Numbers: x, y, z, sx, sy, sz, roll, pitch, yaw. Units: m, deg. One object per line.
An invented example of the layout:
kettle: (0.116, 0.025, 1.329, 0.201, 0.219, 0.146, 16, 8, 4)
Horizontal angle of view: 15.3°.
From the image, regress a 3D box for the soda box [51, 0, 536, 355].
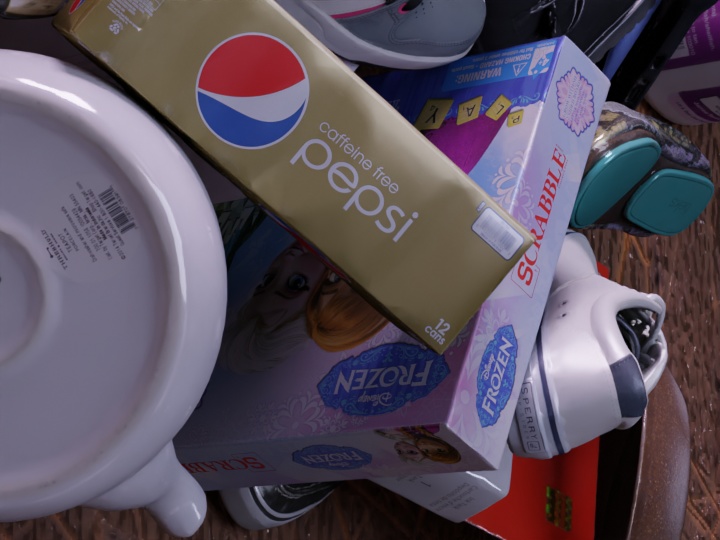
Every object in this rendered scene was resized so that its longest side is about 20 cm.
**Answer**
soda box: (-0.027, -0.056, 1.075, 0.200, 0.068, 0.064, 42, 87, -16)

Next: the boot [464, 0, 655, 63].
boot: (0.095, -0.178, 1.272, 0.165, 0.065, 0.200, -58, 156, -23)

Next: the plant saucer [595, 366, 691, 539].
plant saucer: (0.127, 0.128, 1.350, 0.036, 0.200, 0.201, 13, 70, -8)

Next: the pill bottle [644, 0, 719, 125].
pill bottle: (0.257, -0.151, 1.528, 0.112, 0.199, 0.113, 10, 76, -48)

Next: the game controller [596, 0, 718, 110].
game controller: (0.156, -0.132, 1.431, 0.042, 0.200, 0.105, 30, 55, 1)

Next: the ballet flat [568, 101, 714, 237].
ballet flat: (0.122, -0.056, 1.362, 0.200, 0.072, 0.072, 12, 74, -68)

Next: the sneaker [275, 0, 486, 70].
sneaker: (0.019, -0.149, 1.124, 0.200, 0.120, 0.084, 26, 65, -45)

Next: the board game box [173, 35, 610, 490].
board game box: (0.000, 0.000, 1.205, 0.041, 0.199, 0.200, 41, 54, -37)

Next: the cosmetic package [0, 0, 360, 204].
cosmetic package: (-0.088, -0.161, 1.189, 0.200, 0.123, 0.200, 58, 46, -24)

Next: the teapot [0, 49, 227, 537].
teapot: (-0.143, -0.001, 1.084, 0.146, 0.197, 0.201, -57, 161, -82)

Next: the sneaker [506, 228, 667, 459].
sneaker: (0.106, 0.032, 1.225, 0.200, 0.070, 0.073, -73, 154, -67)

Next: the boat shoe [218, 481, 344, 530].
boat shoe: (0.003, 0.054, 1.303, 0.200, 0.063, 0.071, -46, 118, -43)

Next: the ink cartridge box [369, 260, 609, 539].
ink cartridge box: (0.064, 0.031, 1.296, 0.173, 0.044, 0.201, 28, 49, -26)

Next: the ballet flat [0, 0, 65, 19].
ballet flat: (-0.204, -0.148, 1.050, 0.199, 0.066, 0.057, 22, 97, -20)
